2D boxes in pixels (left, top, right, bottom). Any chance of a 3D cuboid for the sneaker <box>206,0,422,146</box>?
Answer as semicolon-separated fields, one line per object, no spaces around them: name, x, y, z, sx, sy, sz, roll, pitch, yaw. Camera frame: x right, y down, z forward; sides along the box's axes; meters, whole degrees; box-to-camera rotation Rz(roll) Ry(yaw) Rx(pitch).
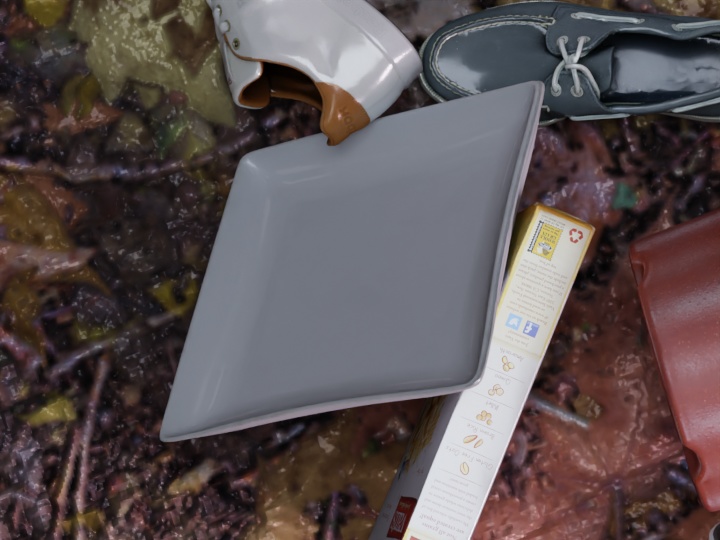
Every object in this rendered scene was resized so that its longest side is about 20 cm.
sneaker;-0.065;-0.146;1.320;0.200;0.073;0.085;40;82;20

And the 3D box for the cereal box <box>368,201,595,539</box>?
cereal box;0.060;0.067;1.267;0.039;0.144;0.201;23;84;-3

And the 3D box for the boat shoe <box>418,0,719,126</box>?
boat shoe;0.130;-0.118;1.327;0.199;0.062;0.073;4;83;3

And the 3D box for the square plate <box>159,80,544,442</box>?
square plate;0.000;0.000;1.258;0.199;0.028;0.199;-12;47;32

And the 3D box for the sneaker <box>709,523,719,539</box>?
sneaker;0.283;0.171;1.288;0.199;0.073;0.085;-3;115;-4

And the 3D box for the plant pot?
plant pot;0.252;0.030;1.250;0.194;0.201;0.202;-17;83;9
